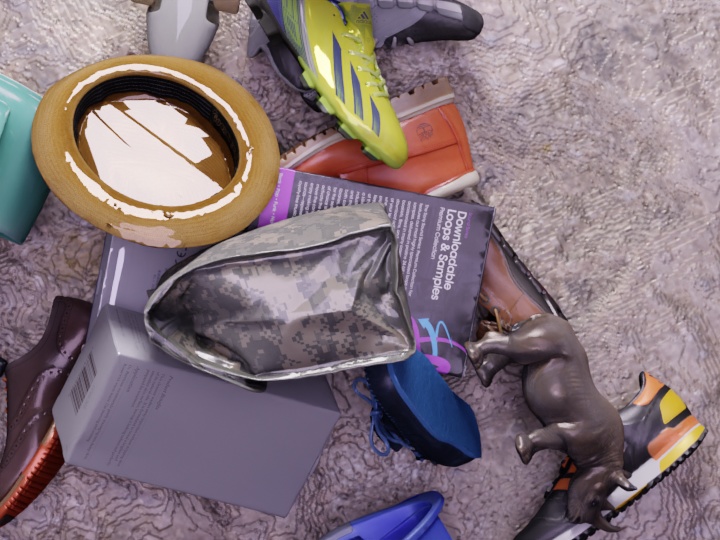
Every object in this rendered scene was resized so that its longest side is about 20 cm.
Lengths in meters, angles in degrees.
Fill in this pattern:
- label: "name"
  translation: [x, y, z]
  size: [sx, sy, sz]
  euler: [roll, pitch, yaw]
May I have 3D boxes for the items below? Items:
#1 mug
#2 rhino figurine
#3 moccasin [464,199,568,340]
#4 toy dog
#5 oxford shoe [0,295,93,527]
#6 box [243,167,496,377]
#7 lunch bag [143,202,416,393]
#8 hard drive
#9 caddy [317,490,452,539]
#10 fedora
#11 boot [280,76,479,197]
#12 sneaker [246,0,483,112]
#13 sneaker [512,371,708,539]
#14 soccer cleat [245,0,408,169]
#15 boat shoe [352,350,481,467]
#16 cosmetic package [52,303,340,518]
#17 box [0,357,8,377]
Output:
- label: "mug"
  translation: [-0.304, -0.100, 1.436]
  size: [0.185, 0.152, 0.115]
  euler: [20, 82, 41]
- label: "rhino figurine"
  translation: [0.165, 0.126, 1.457]
  size: [0.087, 0.060, 0.200]
  euler: [-28, 96, 1]
- label: "moccasin"
  translation: [0.123, 0.038, 1.514]
  size: [0.078, 0.074, 0.201]
  euler: [-37, 95, 10]
- label: "toy dog"
  translation: [-0.155, -0.184, 1.505]
  size: [0.132, 0.096, 0.200]
  euler: [31, 101, -5]
- label: "oxford shoe"
  translation: [-0.268, 0.116, 1.490]
  size: [0.072, 0.071, 0.200]
  euler: [26, 78, 6]
- label: "box"
  translation: [0.000, 0.000, 1.464]
  size: [0.200, 0.036, 0.143]
  euler: [11, 94, -2]
- label: "lunch bag"
  translation: [-0.065, 0.023, 1.363]
  size: [0.200, 0.164, 0.118]
  euler: [-10, 98, -1]
- label: "hard drive"
  translation: [-0.119, 0.028, 1.488]
  size: [0.200, 0.025, 0.132]
  euler: [12, 87, -22]
- label: "caddy"
  translation: [-0.001, 0.259, 1.463]
  size: [0.200, 0.141, 0.105]
  euler: [-37, 96, -5]
- label: "fedora"
  translation: [-0.163, -0.081, 1.419]
  size: [0.200, 0.082, 0.201]
  euler: [5, 53, -7]
- label: "boot"
  translation: [0.002, -0.076, 1.510]
  size: [0.200, 0.075, 0.107]
  euler: [-23, 95, -6]
- label: "sneaker"
  translation: [-0.002, -0.185, 1.518]
  size: [0.200, 0.075, 0.116]
  euler: [11, 92, 7]
- label: "sneaker"
  translation: [0.193, 0.168, 1.522]
  size: [0.200, 0.070, 0.090]
  euler: [-36, 76, -4]
- label: "soccer cleat"
  translation: [-0.014, -0.173, 1.447]
  size: [0.084, 0.065, 0.200]
  euler: [-35, 82, 1]
- label: "boat shoe"
  translation: [0.039, 0.123, 1.447]
  size: [0.069, 0.200, 0.084]
  euler: [-15, 56, 17]
- label: "cosmetic package"
  translation: [-0.130, 0.114, 1.440]
  size: [0.200, 0.081, 0.113]
  euler: [19, 113, -27]
- label: "box"
  translation: [-0.415, 0.102, 1.483]
  size: [0.200, 0.051, 0.158]
  euler: [27, 85, -2]
